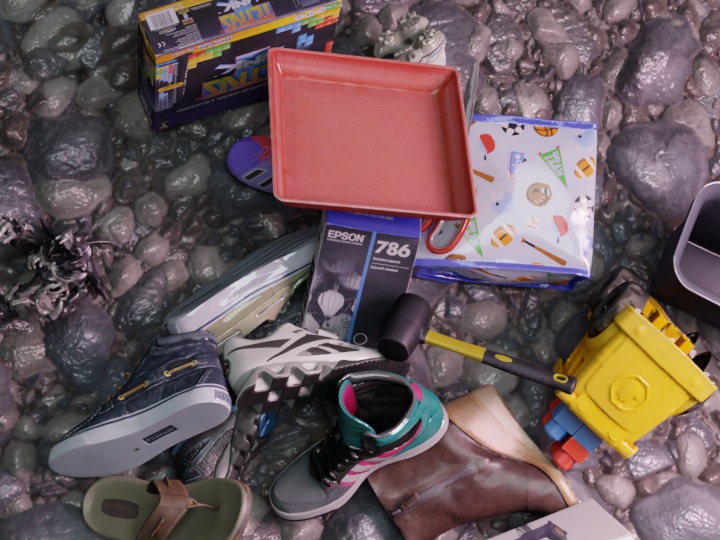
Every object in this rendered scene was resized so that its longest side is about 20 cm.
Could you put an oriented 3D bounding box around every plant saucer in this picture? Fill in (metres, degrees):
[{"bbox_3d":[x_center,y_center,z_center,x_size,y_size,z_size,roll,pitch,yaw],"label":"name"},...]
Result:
[{"bbox_3d":[0.006,-0.127,1.584,0.199,0.037,0.200,4,52,-12],"label":"plant saucer"}]

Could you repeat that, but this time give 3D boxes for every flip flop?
[{"bbox_3d":[-0.191,0.227,1.534,0.200,0.058,0.081,3,71,31],"label":"flip flop"}]

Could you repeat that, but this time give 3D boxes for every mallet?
[{"bbox_3d":[0.117,0.074,1.584,0.199,0.041,0.066,13,52,8],"label":"mallet"}]

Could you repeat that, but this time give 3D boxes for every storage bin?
[{"bbox_3d":[0.411,0.001,1.714,0.200,0.134,0.146,25,74,-5],"label":"storage bin"}]

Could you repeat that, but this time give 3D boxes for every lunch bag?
[{"bbox_3d":[0.137,-0.072,1.682,0.199,0.124,0.171,3,79,-4],"label":"lunch bag"}]

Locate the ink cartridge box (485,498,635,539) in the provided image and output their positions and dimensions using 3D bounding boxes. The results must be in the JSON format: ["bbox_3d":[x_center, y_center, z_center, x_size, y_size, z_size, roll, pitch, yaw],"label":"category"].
[{"bbox_3d":[0.172,0.333,1.588,0.200,0.084,0.145,-19,117,-15],"label":"ink cartridge box"}]

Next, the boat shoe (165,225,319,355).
[{"bbox_3d":[-0.105,0.023,1.653,0.200,0.072,0.062,-32,110,-12],"label":"boat shoe"}]

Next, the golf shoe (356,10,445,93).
[{"bbox_3d":[0.007,-0.183,1.702,0.200,0.097,0.078,-28,55,-3],"label":"golf shoe"}]

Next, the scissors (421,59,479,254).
[{"bbox_3d":[0.103,-0.113,1.634,0.073,0.014,0.200,25,84,21],"label":"scissors"}]

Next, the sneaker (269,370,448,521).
[{"bbox_3d":[-0.013,0.166,1.582,0.200,0.121,0.084,-32,56,-3],"label":"sneaker"}]

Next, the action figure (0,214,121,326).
[{"bbox_3d":[-0.329,0.010,1.588,0.200,0.102,0.119,-39,75,-15],"label":"action figure"}]

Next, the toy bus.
[{"bbox_3d":[0.257,0.112,1.655,0.136,0.200,0.192,41,102,-5],"label":"toy bus"}]

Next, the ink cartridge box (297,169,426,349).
[{"bbox_3d":[0.000,0.000,1.620,0.099,0.039,0.200,8,120,-8],"label":"ink cartridge box"}]

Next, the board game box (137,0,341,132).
[{"bbox_3d":[-0.126,-0.227,1.644,0.200,0.165,0.057,-20,71,-14],"label":"board game box"}]

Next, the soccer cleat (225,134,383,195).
[{"bbox_3d":[-0.051,-0.108,1.654,0.199,0.073,0.068,15,76,19],"label":"soccer cleat"}]

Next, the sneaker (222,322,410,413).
[{"bbox_3d":[-0.044,0.086,1.610,0.200,0.074,0.089,0,45,-32],"label":"sneaker"}]

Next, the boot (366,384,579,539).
[{"bbox_3d":[0.121,0.235,1.652,0.166,0.072,0.200,-38,88,-4],"label":"boot"}]

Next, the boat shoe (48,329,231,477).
[{"bbox_3d":[-0.218,0.132,1.583,0.200,0.071,0.091,-23,53,15],"label":"boat shoe"}]

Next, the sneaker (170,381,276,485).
[{"bbox_3d":[-0.156,0.205,1.603,0.082,0.073,0.200,19,72,17],"label":"sneaker"}]
